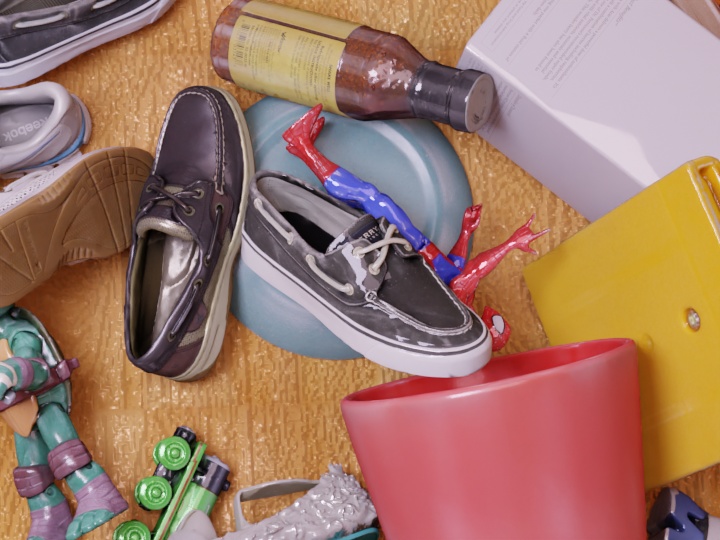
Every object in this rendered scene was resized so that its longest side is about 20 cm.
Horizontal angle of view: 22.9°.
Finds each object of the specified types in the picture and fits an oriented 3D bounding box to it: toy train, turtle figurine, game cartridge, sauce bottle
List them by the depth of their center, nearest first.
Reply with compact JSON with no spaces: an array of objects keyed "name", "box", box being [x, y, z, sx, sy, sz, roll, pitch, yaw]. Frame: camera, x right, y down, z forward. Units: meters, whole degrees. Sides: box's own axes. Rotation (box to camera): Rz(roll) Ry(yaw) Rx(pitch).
[{"name":"turtle figurine","box":[-0.227,0.081,1.143,0.100,0.150,0.201,-27,89,-28]},{"name":"game cartridge","box":[0.196,0.044,1.150,0.032,0.200,0.178,-15,79,-30]},{"name":"toy train","box":[-0.144,0.200,1.165,0.056,0.042,0.201,27,77,-9]},{"name":"sauce bottle","box":[-0.007,-0.134,1.197,0.199,0.066,0.066,20,75,27]}]

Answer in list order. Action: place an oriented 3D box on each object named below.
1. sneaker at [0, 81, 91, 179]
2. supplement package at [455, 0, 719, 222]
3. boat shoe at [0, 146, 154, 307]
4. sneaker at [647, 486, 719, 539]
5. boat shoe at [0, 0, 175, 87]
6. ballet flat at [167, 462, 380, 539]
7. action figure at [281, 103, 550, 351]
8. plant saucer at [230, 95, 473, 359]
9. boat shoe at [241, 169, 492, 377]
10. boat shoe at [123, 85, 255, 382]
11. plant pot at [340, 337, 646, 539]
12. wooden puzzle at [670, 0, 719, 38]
[{"name":"sneaker","box":[-0.279,-0.081,1.190,0.199,0.087,0.075,-26,83,-9]},{"name":"supplement package","box":[0.173,-0.115,1.218,0.199,0.120,0.122,38,75,4]},{"name":"boat shoe","box":[-0.210,-0.034,1.164,0.069,0.200,0.072,2,110,33]},{"name":"sneaker","box":[0.236,0.251,1.165,0.114,0.081,0.201,13,75,0]},{"name":"boat shoe","box":[-0.183,-0.198,1.210,0.072,0.071,0.200,39,59,15]},{"name":"ballet flat","box":[-0.079,0.179,1.150,0.198,0.072,0.072,-18,79,-29]},{"name":"action figure","box":[0.047,-0.040,1.182,0.099,0.065,0.200,-39,84,-2]},{"name":"plant saucer","box":[-0.017,-0.041,1.229,0.198,0.036,0.202,1,78,-4]},{"name":"boat shoe","box":[0.000,0.000,1.128,0.199,0.064,0.071,29,43,27]},{"name":"boat shoe","box":[-0.117,-0.028,1.183,0.073,0.065,0.202,0,84,27]},{"name":"plant pot","box":[0.096,0.149,1.127,0.198,0.200,0.179,-11,90,-7]},{"name":"wooden puzzle","box":[0.317,-0.221,1.296,0.184,0.037,0.201,-28,82,-10]}]
